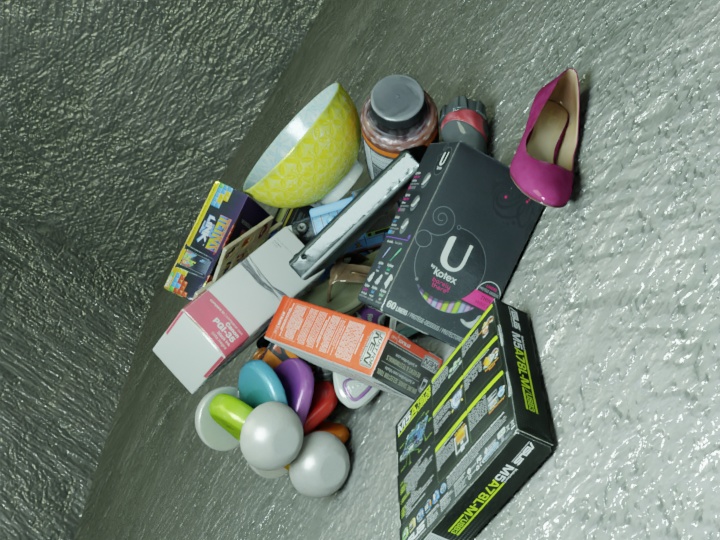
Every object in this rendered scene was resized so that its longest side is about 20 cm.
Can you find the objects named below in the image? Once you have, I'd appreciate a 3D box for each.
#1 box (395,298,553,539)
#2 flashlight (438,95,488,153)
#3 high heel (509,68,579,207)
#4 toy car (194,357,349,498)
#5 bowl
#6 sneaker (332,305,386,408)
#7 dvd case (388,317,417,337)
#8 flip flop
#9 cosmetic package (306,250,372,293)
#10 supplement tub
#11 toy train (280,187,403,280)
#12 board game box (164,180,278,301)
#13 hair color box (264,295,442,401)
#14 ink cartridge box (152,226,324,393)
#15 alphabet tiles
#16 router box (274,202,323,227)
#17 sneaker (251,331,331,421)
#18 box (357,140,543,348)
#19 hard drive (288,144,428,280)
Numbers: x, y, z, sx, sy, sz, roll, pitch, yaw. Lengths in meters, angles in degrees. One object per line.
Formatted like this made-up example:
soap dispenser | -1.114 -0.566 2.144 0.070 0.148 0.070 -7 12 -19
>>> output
box | 0.101 0.159 0.980 0.200 0.047 0.193 -56 16 29
flashlight | 0.129 -0.140 1.297 0.068 0.068 0.200 119 166 -44
high heel | 0.201 -0.141 1.062 0.200 0.067 0.096 -86 16 -59
toy car | -0.097 0.188 1.295 0.175 0.200 0.150 7 65 54
bowl | -0.061 -0.153 1.427 0.200 0.108 0.200 -44 17 17
sneaker | 0.002 0.111 1.348 0.200 0.075 0.100 -81 5 -46
dvd case | 0.071 -0.018 1.265 0.146 0.022 0.201 133 149 -75
flip flop | 0.000 0.000 1.344 0.200 0.058 0.081 -32 36 -16
cosmetic package | -0.042 0.006 1.553 0.074 0.101 0.200 -54 17 32
supplement tub | 0.055 -0.185 1.392 0.200 0.107 0.107 79 -152 -67
toy train | -0.018 -0.055 1.423 0.114 0.199 0.087 73 -178 -65
board game box | -0.195 -0.025 1.470 0.166 0.057 0.200 -64 -10 -4
hair color box | -0.011 0.092 1.199 0.200 0.101 0.061 15 77 47
ink cartridge box | -0.156 0.050 1.322 0.200 0.083 0.147 -41 -2 -36
alphabet tiles | -0.178 0.013 1.405 0.167 0.008 0.200 -39 -17 -43
router box | -0.103 -0.060 1.572 0.201 0.052 0.157 -66 15 -7
sneaker | -0.094 0.140 1.400 0.078 0.112 0.200 -86 1 -45
box | 0.100 -0.027 1.120 0.201 0.122 0.106 -65 16 -2
hard drive | 0.007 -0.075 1.250 0.200 0.033 0.140 -44 -3 16
